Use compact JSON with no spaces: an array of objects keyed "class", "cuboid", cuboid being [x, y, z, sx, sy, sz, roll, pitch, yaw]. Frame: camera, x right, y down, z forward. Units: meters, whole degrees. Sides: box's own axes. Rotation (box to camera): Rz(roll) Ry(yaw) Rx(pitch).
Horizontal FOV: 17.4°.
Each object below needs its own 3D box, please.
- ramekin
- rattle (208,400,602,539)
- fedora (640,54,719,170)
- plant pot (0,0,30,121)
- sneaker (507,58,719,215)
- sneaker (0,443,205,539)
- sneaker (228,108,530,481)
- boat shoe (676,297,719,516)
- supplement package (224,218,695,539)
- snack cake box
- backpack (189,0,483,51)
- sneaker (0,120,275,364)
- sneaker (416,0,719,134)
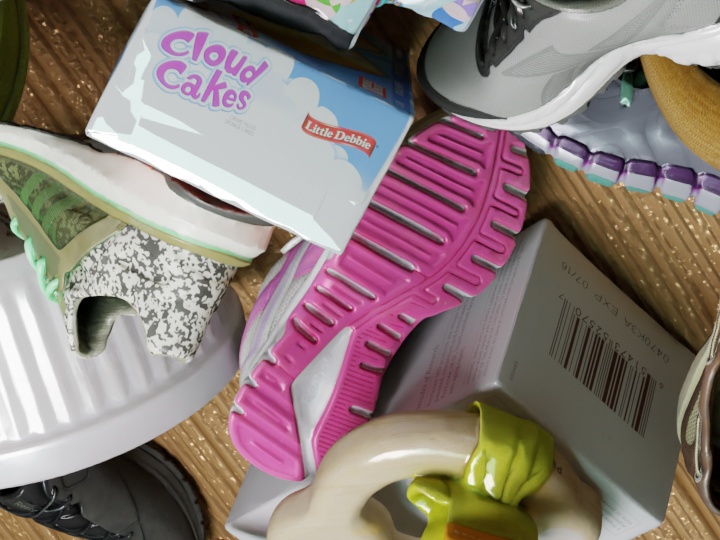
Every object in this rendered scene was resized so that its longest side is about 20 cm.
[{"class":"ramekin","cuboid":[-0.163,0.014,1.164,0.200,0.200,0.105,-3,116,27]},{"class":"rattle","cuboid":[0.009,0.154,1.065,0.200,0.143,0.130,-21,147,25]},{"class":"fedora","cuboid":[0.194,-0.123,0.934,0.082,0.201,0.201,7,144,-34]},{"class":"plant pot","cuboid":[-0.261,-0.133,1.034,0.200,0.200,0.193,21,164,9]},{"class":"sneaker","cuboid":[0.153,-0.074,1.035,0.200,0.074,0.088,22,123,-7]},{"class":"sneaker","cuboid":[-0.162,0.116,1.314,0.076,0.091,0.200,-20,117,33]},{"class":"sneaker","cuboid":[0.000,0.000,1.123,0.081,0.088,0.200,38,95,-21]},{"class":"boat shoe","cuboid":[0.186,0.026,1.008,0.075,0.075,0.202,10,129,2]},{"class":"supplement package","cuboid":[0.049,0.086,1.164,0.117,0.117,0.200,41,132,-20]},{"class":"snack cake box","cuboid":[-0.043,-0.078,1.017,0.115,0.200,0.067,27,102,-6]},{"class":"backpack","cuboid":[0.011,-0.202,0.918,0.151,0.178,0.200,12,134,-12]},{"class":"sneaker","cuboid":[-0.122,-0.010,1.018,0.077,0.089,0.200,21,177,-40]},{"class":"sneaker","cuboid":[0.083,-0.110,0.942,0.079,0.074,0.200,19,159,-31]}]
